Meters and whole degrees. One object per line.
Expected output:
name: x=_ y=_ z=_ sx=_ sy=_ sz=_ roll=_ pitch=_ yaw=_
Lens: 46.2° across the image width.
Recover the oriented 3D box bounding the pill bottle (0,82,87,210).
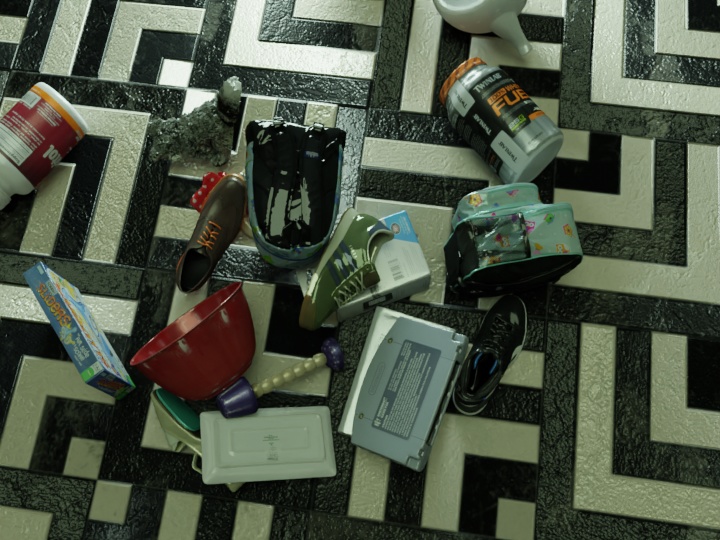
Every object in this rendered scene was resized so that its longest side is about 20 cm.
pill bottle: x=-0.559 y=-0.203 z=1.399 sx=0.112 sy=0.113 sz=0.201 roll=36 pitch=76 yaw=14

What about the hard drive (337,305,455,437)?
hard drive: x=0.057 y=0.169 z=1.286 sx=0.129 sy=0.025 sz=0.204 roll=16 pitch=71 yaw=8

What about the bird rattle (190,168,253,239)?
bird rattle: x=-0.165 y=-0.122 z=1.366 sx=0.199 sy=0.113 sz=0.164 roll=-40 pitch=90 yaw=-9

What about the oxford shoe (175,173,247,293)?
oxford shoe: x=-0.229 y=-0.053 z=1.312 sx=0.070 sy=0.073 sz=0.203 roll=23 pitch=101 yaw=-11

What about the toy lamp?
toy lamp: x=-0.119 y=0.163 z=1.253 sx=0.197 sy=0.058 sz=0.059 roll=-21 pitch=69 yaw=-25

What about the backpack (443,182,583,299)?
backpack: x=0.231 y=-0.043 z=1.279 sx=0.195 sy=0.176 sz=0.157 roll=-2 pitch=73 yaw=-3

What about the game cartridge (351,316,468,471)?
game cartridge: x=0.066 y=0.173 z=1.225 sx=0.131 sy=0.041 sz=0.203 roll=13 pitch=74 yaw=37

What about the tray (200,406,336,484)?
tray: x=-0.133 y=0.250 z=1.230 sx=0.195 sy=0.022 sz=0.110 roll=0 pitch=61 yaw=-16

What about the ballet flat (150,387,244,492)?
ballet flat: x=-0.244 y=0.256 z=1.250 sx=0.198 sy=0.070 sz=0.070 roll=34 pitch=74 yaw=12

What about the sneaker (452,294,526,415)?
sneaker: x=0.203 y=0.115 z=1.254 sx=0.072 sy=0.112 sz=0.203 roll=24 pitch=73 yaw=10

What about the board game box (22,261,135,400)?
board game box: x=-0.422 y=0.094 z=1.273 sx=0.034 sy=0.136 sz=0.201 roll=-34 pitch=73 yaw=-6

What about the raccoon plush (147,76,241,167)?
raccoon plush: x=-0.274 y=-0.251 z=1.369 sx=0.131 sy=0.202 sz=0.098 roll=0 pitch=50 yaw=-19

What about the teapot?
teapot: x=0.224 y=-0.499 z=1.465 sx=0.195 sy=0.145 sz=0.204 roll=24 pitch=96 yaw=40

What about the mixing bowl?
mixing bowl: x=-0.227 y=0.118 z=1.245 sx=0.199 sy=0.200 sz=0.109 roll=-37 pitch=101 yaw=-11

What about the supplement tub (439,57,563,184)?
supplement tub: x=0.226 y=-0.244 z=1.379 sx=0.122 sy=0.123 sz=0.201 roll=-37 pitch=73 yaw=-11

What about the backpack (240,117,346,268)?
backpack: x=-0.100 y=-0.106 z=1.267 sx=0.159 sy=0.155 sz=0.204 roll=2 pitch=57 yaw=-14

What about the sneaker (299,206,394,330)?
sneaker: x=-0.014 y=0.005 z=1.253 sx=0.088 sy=0.067 sz=0.203 roll=19 pitch=69 yaw=14

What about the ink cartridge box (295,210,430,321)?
ink cartridge box: x=0.000 y=0.000 z=1.328 sx=0.196 sy=0.067 sz=0.118 roll=-19 pitch=70 yaw=-5
